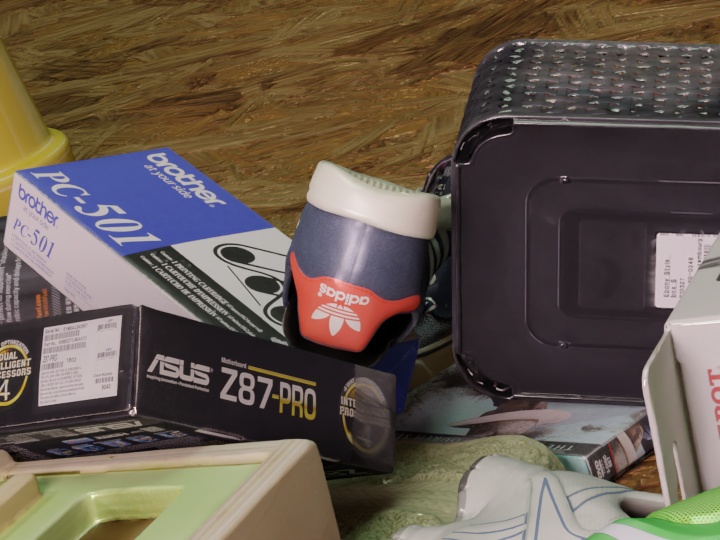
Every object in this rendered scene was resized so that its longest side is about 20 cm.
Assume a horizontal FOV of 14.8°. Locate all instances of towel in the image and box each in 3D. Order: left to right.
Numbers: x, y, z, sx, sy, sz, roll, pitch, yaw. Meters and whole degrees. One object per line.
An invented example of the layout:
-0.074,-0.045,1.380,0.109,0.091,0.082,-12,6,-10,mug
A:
-0.027,0.111,1.163,0.200,0.037,0.148,-2,20,34,towel

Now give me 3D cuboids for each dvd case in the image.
0.107,0.050,1.286,0.146,0.022,0.200,2,23,43,dvd case

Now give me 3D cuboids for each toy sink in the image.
-0.118,0.136,1.012,0.200,0.112,0.130,-6,17,24,toy sink

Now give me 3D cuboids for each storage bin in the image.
0.143,-0.020,1.208,0.200,0.135,0.094,3,26,8,storage bin

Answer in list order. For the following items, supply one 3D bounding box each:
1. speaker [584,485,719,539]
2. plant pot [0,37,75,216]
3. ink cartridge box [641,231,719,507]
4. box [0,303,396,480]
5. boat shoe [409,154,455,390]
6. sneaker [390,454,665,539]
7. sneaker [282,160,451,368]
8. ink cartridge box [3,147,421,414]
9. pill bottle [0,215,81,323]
0.169,0.099,0.952,0.200,0.088,0.088,-19,17,-18,speaker
-0.293,-0.091,1.796,0.201,0.189,0.201,-13,15,3,plant pot
0.169,0.050,1.064,0.067,0.116,0.200,-6,18,21,ink cartridge box
-0.111,0.060,1.123,0.200,0.049,0.161,-10,-20,38,box
0.034,-0.004,1.397,0.200,0.093,0.075,-25,19,-35,boat shoe
0.064,0.116,1.010,0.087,0.075,0.200,-2,20,21,sneaker
0.000,0.000,1.228,0.075,0.085,0.200,17,2,8,sneaker
-0.073,0.009,1.293,0.094,0.044,0.200,-12,35,-40,ink cartridge box
-0.177,0.022,1.459,0.200,0.106,0.106,-6,17,23,pill bottle
